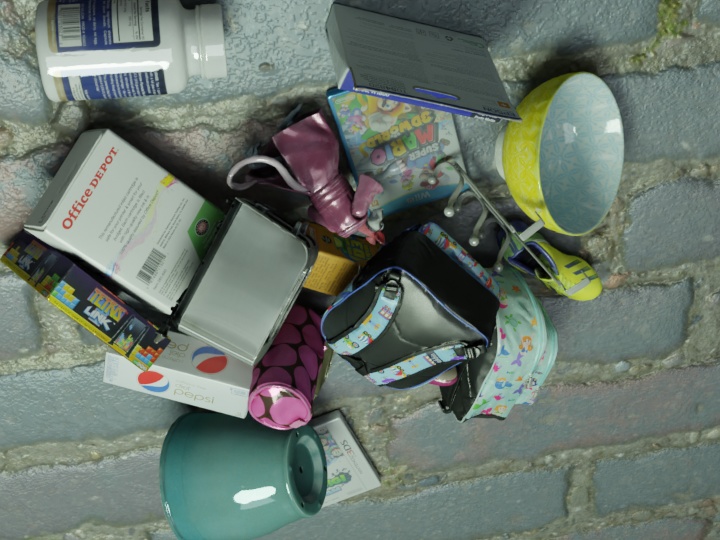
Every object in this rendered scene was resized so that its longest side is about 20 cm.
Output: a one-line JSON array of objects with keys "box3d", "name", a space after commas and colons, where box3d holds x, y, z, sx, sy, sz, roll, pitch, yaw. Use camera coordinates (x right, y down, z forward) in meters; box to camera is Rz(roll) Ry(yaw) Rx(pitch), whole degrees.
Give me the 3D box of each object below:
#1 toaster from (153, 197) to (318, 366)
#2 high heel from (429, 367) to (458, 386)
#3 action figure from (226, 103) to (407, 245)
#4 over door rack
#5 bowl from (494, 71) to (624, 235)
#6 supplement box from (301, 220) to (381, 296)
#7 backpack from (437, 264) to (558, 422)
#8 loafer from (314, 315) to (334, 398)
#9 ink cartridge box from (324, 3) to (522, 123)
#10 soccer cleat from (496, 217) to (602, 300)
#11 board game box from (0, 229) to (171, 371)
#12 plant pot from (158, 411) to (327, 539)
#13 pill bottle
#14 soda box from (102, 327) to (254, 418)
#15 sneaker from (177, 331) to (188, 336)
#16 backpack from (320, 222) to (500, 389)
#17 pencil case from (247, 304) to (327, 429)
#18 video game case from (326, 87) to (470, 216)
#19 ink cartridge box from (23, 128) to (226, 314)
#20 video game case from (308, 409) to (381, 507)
[{"box3d": [-0.139, 0.016, 1.364, 0.119, 0.181, 0.200, 28, 93, 2], "name": "toaster"}, {"box3d": [0.063, 0.136, 1.577, 0.067, 0.200, 0.096, -29, 130, -29], "name": "high heel"}, {"box3d": [-0.038, -0.102, 1.375, 0.200, 0.149, 0.134, 48, 129, -8], "name": "action figure"}, {"box3d": [0.177, -0.046, 1.410, 0.067, 0.200, 0.148, -49, 133, -2], "name": "over door rack"}, {"box3d": [0.234, -0.147, 1.403, 0.108, 0.200, 0.200, 8, 144, 42], "name": "bowl"}, {"box3d": [0.000, 0.000, 1.521, 0.200, 0.067, 0.069, 15, 124, -21], "name": "supplement box"}, {"box3d": [0.183, 0.094, 1.557, 0.150, 0.178, 0.200, -4, 133, -19], "name": "backpack"}, {"box3d": [-0.076, 0.150, 1.624, 0.075, 0.070, 0.200, 5, 127, -14], "name": "loafer"}, {"box3d": [0.066, -0.222, 1.269, 0.199, 0.200, 0.041, 10, 126, -16], "name": "ink cartridge box"}, {"box3d": [0.266, 0.001, 1.557, 0.200, 0.084, 0.065, 32, 117, -30], "name": "soccer cleat"}, {"box3d": [-0.347, 0.035, 1.404, 0.057, 0.200, 0.165, -52, 125, -10], "name": "board game box"}, {"box3d": [-0.156, 0.293, 1.610, 0.188, 0.200, 0.200, -10, 132, 21], "name": "plant pot"}, {"box3d": [-0.251, -0.250, 1.246, 0.200, 0.111, 0.111, -4, 129, -6], "name": "pill bottle"}, {"box3d": [-0.239, 0.131, 1.507, 0.200, 0.068, 0.064, 16, 133, -3], "name": "soda box"}, {"box3d": [-0.170, 0.074, 1.541, 0.105, 0.075, 0.200, 27, 127, -21], "name": "sneaker"}, {"box3d": [0.058, 0.057, 1.445, 0.183, 0.135, 0.200, 39, 134, -15], "name": "backpack"}, {"box3d": [-0.091, 0.128, 1.476, 0.091, 0.200, 0.094, -27, 114, 22], "name": "pencil case"}, {"box3d": [0.052, -0.164, 1.429, 0.143, 0.018, 0.200, -17, 130, 3], "name": "video game case"}, {"box3d": [-0.283, -0.059, 1.368, 0.200, 0.084, 0.145, 37, 74, -32], "name": "ink cartridge box"}, {"box3d": [-0.090, 0.319, 1.786, 0.200, 0.024, 0.182, -22, 129, 8], "name": "video game case"}]
